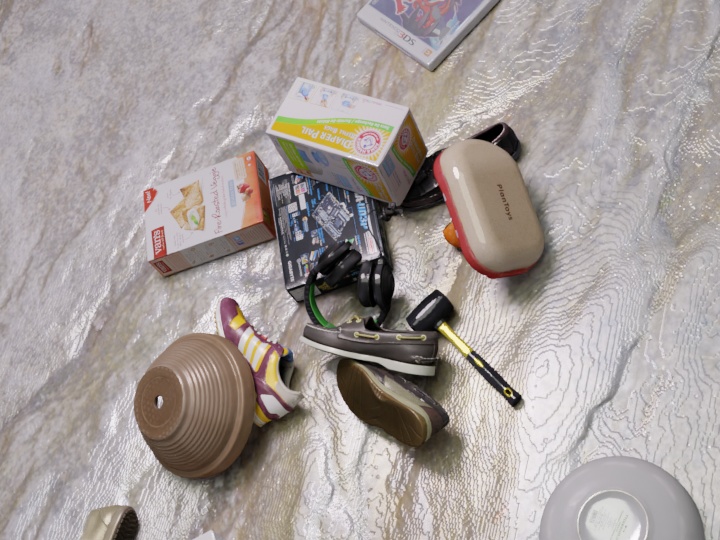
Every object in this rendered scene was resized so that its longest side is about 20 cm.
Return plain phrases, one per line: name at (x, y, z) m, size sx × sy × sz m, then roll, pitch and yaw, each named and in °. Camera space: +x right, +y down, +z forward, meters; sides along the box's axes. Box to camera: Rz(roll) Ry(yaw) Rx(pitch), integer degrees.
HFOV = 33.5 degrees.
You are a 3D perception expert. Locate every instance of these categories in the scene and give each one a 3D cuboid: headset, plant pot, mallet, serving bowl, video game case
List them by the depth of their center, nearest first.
serving bowl at (0.302, 0.310, 1.415) m, size 0.197 × 0.066 × 0.203 m, roll -10°, pitch 60°, yaw 18°
mallet at (0.149, 0.101, 1.609) m, size 0.199 × 0.041 × 0.066 m, roll 37°, pitch 85°, yaw 29°
plant pot at (-0.247, 0.183, 1.653) m, size 0.198 × 0.092 × 0.204 m, roll -8°, pitch 76°, yaw 36°
headset at (0.000, 0.000, 1.671) m, size 0.122 × 0.094 × 0.202 m, roll 27°, pitch 111°, yaw 7°
video game case at (0.118, -0.433, 1.908) m, size 0.200 × 0.023 × 0.182 m, roll -46°, pitch 57°, yaw -6°

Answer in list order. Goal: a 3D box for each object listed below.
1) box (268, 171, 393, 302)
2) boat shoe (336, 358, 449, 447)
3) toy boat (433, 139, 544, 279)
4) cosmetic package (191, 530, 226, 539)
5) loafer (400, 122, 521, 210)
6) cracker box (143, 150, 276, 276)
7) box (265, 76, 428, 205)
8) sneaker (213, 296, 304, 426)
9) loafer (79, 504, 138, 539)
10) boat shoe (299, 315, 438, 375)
box at (-0.046, -0.070, 1.770) m, size 0.157 × 0.046 × 0.203 m, roll -19°, pitch 58°, yaw 12°
boat shoe at (0.040, 0.173, 1.598) m, size 0.064 × 0.074 × 0.199 m, roll -10°, pitch 29°, yaw -35°
toy boat at (0.159, -0.076, 1.653) m, size 0.130 × 0.129 × 0.203 m, roll -36°, pitch 67°, yaw 51°
cosmetic package at (-0.248, 0.425, 1.561) m, size 0.198 × 0.102 × 0.072 m, roll -28°, pitch 56°, yaw 5°
loafer at (0.134, -0.157, 1.731) m, size 0.198 × 0.063 × 0.073 m, roll -26°, pitch 57°, yaw 8°
cracker box at (-0.236, -0.088, 1.852) m, size 0.197 × 0.058 × 0.136 m, roll -19°, pitch 58°, yaw 13°
box at (-0.018, -0.187, 1.727) m, size 0.198 × 0.113 × 0.102 m, roll 20°, pitch 70°, yaw 27°
sneaker at (-0.140, 0.117, 1.699) m, size 0.089 × 0.075 × 0.202 m, roll -27°, pitch 66°, yaw 10°
loafer at (-0.372, 0.414, 1.640) m, size 0.067 × 0.076 × 0.202 m, roll 9°, pitch 58°, yaw 27°
boat shoe at (0.012, 0.093, 1.625) m, size 0.198 × 0.072 × 0.062 m, roll 12°, pitch 93°, yaw 21°
